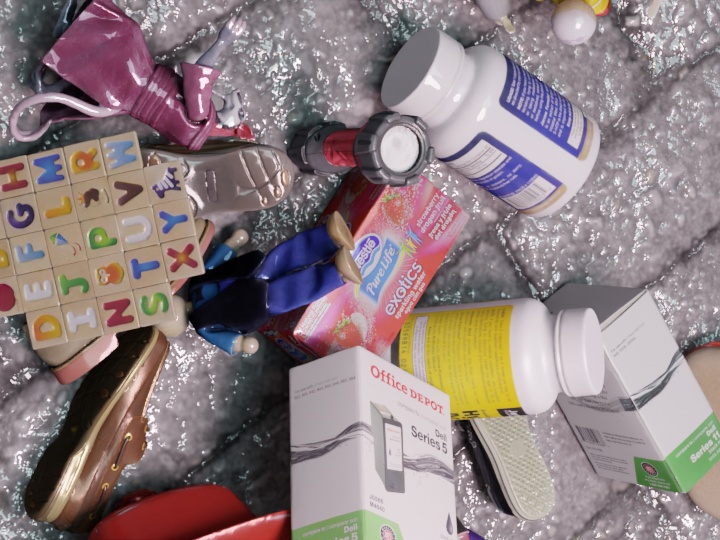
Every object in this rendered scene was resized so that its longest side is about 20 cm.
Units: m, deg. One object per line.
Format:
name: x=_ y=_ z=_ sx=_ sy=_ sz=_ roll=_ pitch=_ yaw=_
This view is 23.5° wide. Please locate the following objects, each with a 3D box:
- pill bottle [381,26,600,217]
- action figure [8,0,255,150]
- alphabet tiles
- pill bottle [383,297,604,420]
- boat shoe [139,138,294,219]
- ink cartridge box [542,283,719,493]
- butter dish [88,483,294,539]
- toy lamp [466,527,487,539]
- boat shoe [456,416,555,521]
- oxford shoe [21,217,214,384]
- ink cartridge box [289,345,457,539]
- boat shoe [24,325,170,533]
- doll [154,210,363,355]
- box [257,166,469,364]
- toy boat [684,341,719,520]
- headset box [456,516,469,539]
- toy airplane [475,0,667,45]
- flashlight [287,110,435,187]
pill bottle: x=0.124 y=-0.148 z=1.682 sx=0.200 sy=0.120 sz=0.120 roll=31 pitch=79 yaw=-25
action figure: x=-0.182 y=-0.155 z=1.500 sx=0.199 sy=0.134 sz=0.149 roll=28 pitch=58 yaw=-6
alphabet tiles: x=-0.239 y=-0.026 z=1.494 sx=0.199 sy=0.006 sz=0.167 roll=-12 pitch=92 yaw=9
pill bottle: x=0.126 y=0.084 z=1.642 sx=0.111 sy=0.199 sz=0.112 roll=-6 pitch=90 yaw=-69
boat shoe: x=-0.161 y=-0.083 z=1.567 sx=0.199 sy=0.072 sz=0.076 roll=-1 pitch=107 yaw=-8
ink cartridge box: x=0.265 y=0.116 z=1.755 sx=0.083 sy=0.146 sz=0.201 roll=-38 pitch=110 yaw=-22
butter dish: x=-0.174 y=0.260 z=1.544 sx=0.199 sy=0.148 sz=0.201 roll=-17 pitch=142 yaw=-26
toy lamp: x=0.043 y=0.264 z=1.697 sx=0.199 sy=0.058 sz=0.059 roll=17 pitch=85 yaw=-28
boat shoe: x=0.136 y=0.157 z=1.739 sx=0.074 sy=0.062 sz=0.201 roll=-17 pitch=85 yaw=-28
oxford shoe: x=-0.214 y=0.009 z=1.545 sx=0.200 sy=0.070 sz=0.075 roll=-45 pitch=106 yaw=-19
ink cartridge box: x=0.012 y=0.187 z=1.527 sx=0.145 sy=0.084 sz=0.201 roll=31 pitch=48 yaw=-45
boat shoe: x=-0.225 y=0.143 z=1.548 sx=0.067 sy=0.072 sz=0.201 roll=32 pitch=84 yaw=-30
doll: x=-0.100 y=0.012 z=1.571 sx=0.199 sy=0.137 sz=0.049 roll=-22 pitch=142 yaw=11
box: x=0.000 y=0.000 z=1.637 sx=0.095 sy=0.100 sz=0.201 roll=38 pitch=76 yaw=-24
toy boat: x=0.418 y=0.171 z=1.867 sx=0.130 sy=0.130 sz=0.201 roll=-11 pitch=99 yaw=-56
headset box: x=0.037 y=0.317 z=1.643 sx=0.148 sy=0.077 sz=0.201 roll=-18 pitch=118 yaw=-12
toy airplane: x=0.204 y=-0.291 z=1.672 sx=0.198 sy=0.200 sz=0.142 roll=5 pitch=78 yaw=-27
flashlight: x=-0.006 y=-0.109 z=1.571 sx=0.068 sy=0.200 sz=0.068 roll=38 pitch=76 yaw=-24
